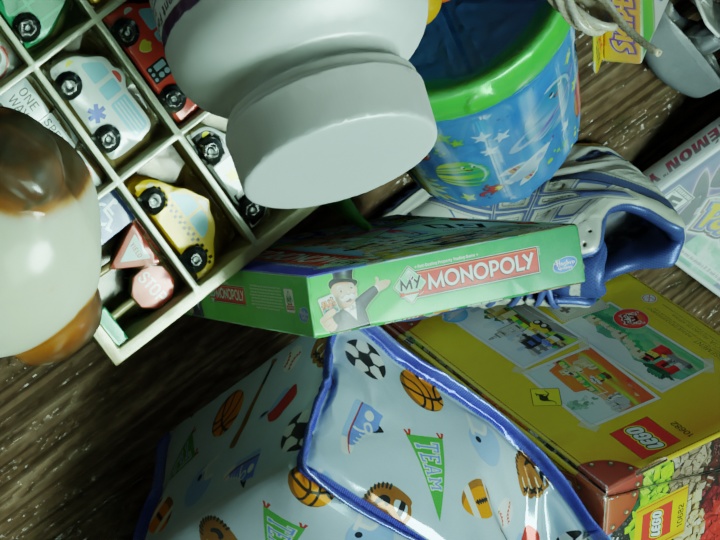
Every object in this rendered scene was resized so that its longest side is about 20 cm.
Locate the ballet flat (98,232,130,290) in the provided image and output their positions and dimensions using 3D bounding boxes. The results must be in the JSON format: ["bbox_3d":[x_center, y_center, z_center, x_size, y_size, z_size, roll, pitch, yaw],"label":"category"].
[{"bbox_3d":[-0.100,-0.031,1.020,0.200,0.068,0.067,-42,143,-9],"label":"ballet flat"}]

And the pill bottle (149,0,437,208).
[{"bbox_3d":[-0.036,-0.132,0.885,0.112,0.201,0.112,-16,162,-5],"label":"pill bottle"}]

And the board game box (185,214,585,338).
[{"bbox_3d":[0.000,0.000,1.018,0.134,0.200,0.029,-11,97,-23],"label":"board game box"}]

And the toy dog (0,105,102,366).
[{"bbox_3d":[-0.201,-0.008,0.840,0.199,0.194,0.140,-15,119,-7],"label":"toy dog"}]

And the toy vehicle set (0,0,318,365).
[{"bbox_3d":[-0.118,-0.073,0.943,0.124,0.026,0.200,-39,113,-10],"label":"toy vehicle set"}]

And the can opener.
[{"bbox_3d":[0.225,-0.115,1.264,0.067,0.054,0.200,-28,142,22],"label":"can opener"}]

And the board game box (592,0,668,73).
[{"bbox_3d":[0.149,-0.188,1.079,0.200,0.030,0.096,-58,150,-46],"label":"board game box"}]

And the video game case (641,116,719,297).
[{"bbox_3d":[0.272,-0.051,1.300,0.182,0.023,0.200,-37,140,20],"label":"video game case"}]

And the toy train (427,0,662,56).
[{"bbox_3d":[0.026,-0.128,0.963,0.116,0.200,0.085,-42,160,1],"label":"toy train"}]

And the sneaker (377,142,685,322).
[{"bbox_3d":[0.091,-0.014,1.176,0.199,0.088,0.076,-22,131,-27],"label":"sneaker"}]

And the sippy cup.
[{"bbox_3d":[0.051,-0.103,1.063,0.177,0.140,0.131,-18,145,7],"label":"sippy cup"}]

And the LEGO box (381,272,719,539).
[{"bbox_3d":[0.123,0.076,1.179,0.148,0.200,0.078,-21,128,-29],"label":"LEGO box"}]

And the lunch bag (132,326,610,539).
[{"bbox_3d":[0.009,0.140,1.073,0.200,0.124,0.170,34,137,-22],"label":"lunch bag"}]
